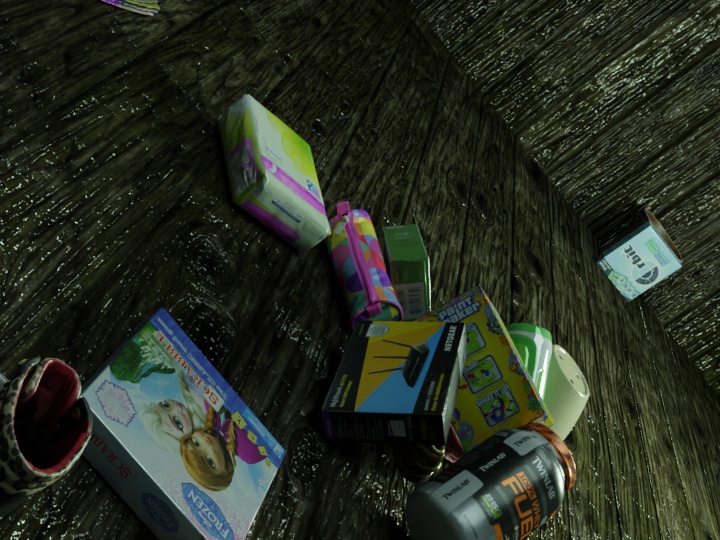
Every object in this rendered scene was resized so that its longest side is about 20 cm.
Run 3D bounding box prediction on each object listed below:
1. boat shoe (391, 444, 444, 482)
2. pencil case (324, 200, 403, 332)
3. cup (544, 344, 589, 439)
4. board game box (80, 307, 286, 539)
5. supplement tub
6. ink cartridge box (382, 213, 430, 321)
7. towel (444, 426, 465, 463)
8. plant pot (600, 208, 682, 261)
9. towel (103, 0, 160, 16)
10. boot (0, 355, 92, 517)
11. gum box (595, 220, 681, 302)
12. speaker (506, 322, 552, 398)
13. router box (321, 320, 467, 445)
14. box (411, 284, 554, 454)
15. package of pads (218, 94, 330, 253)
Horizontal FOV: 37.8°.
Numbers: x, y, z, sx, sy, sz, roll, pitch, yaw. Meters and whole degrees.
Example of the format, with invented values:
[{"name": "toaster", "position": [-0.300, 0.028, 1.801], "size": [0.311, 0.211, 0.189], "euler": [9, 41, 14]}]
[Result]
[{"name": "boat shoe", "position": [0.065, 0.173, 1.379], "size": [0.071, 0.068, 0.202], "euler": [3, 48, -34]}, {"name": "pencil case", "position": [0.000, 0.000, 1.529], "size": [0.088, 0.088, 0.202], "euler": [30, 31, -46]}, {"name": "cup", "position": [0.297, 0.206, 1.763], "size": [0.200, 0.143, 0.201], "euler": [44, 23, -25]}, {"name": "board game box", "position": [-0.168, 0.156, 0.984], "size": [0.201, 0.041, 0.200], "euler": [50, 21, -10]}, {"name": "supplement tub", "position": [0.161, 0.274, 1.273], "size": [0.199, 0.123, 0.123], "euler": [-29, 81, -29]}, {"name": "ink cartridge box", "position": [0.067, -0.006, 1.627], "size": [0.201, 0.058, 0.105], "euler": [-99, -175, -67]}, {"name": "towel", "position": [0.107, 0.208, 1.520], "size": [0.199, 0.022, 0.146], "euler": [36, 27, -39]}, {"name": "plant pot", "position": [0.880, -0.056, 3.333], "size": [0.200, 0.197, 0.201], "euler": [45, 22, -23]}, {"name": "towel", "position": [-0.372, -0.435, 1.483], "size": [0.145, 0.023, 0.199], "euler": [59, 21, 11]}, {"name": "boot", "position": [-0.249, 0.112, 0.725], "size": [0.073, 0.150, 0.201], "euler": [44, 23, -20]}, {"name": "gum box", "position": [0.850, -0.026, 3.218], "size": [0.170, 0.199, 0.045], "euler": [47, 22, -14]}, {"name": "speaker", "position": [0.247, 0.189, 1.645], "size": [0.088, 0.088, 0.203], "euler": [34, 61, -41]}, {"name": "router box", "position": [0.047, 0.135, 1.298], "size": [0.201, 0.147, 0.052], "euler": [-66, 152, -59]}, {"name": "box", "position": [0.169, 0.149, 1.464], "size": [0.195, 0.121, 0.200], "euler": [63, 7, 16]}, {"name": "package of pads", "position": [-0.126, -0.141, 1.496], "size": [0.154, 0.068, 0.202], "euler": [37, 26, -40]}]
